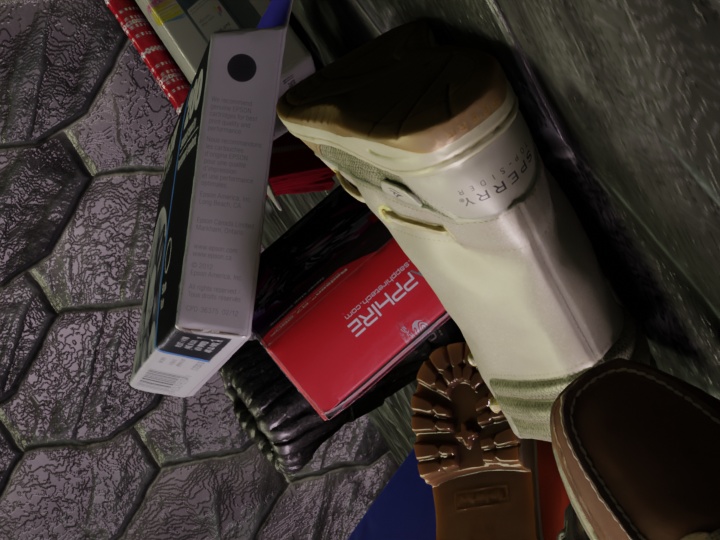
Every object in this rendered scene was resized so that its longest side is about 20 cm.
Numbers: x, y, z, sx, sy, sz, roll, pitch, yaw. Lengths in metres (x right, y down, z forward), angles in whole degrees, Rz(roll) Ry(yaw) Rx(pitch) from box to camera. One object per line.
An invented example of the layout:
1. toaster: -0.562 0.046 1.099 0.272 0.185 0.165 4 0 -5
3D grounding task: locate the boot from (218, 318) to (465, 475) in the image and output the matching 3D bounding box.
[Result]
1. boot: -0.010 0.041 1.201 0.080 0.157 0.211 56 175 -5

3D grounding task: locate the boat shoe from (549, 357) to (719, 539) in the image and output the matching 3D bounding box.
1. boat shoe: 0.138 0.099 0.646 0.200 0.076 0.072 45 168 19

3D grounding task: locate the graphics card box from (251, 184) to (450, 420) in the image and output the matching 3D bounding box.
1. graphics card box: 0.000 0.000 1.018 0.051 0.125 0.200 49 178 -11

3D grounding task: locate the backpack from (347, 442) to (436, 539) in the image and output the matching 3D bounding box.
1. backpack: 0.098 0.192 1.121 0.167 0.163 0.200 27 156 38

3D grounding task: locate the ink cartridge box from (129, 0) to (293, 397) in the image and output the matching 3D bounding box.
1. ink cartridge box: -0.076 -0.047 1.048 0.198 0.043 0.201 136 144 -73

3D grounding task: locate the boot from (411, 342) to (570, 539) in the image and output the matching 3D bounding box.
1. boot: 0.082 0.137 0.992 0.107 0.075 0.201 8 -101 -57

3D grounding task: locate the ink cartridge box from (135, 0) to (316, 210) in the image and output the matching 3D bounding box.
1. ink cartridge box: -0.083 -0.144 1.249 0.200 0.067 0.117 56 177 10

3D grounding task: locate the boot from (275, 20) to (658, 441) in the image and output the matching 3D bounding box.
1. boot: 0.042 -0.016 0.808 0.155 0.072 0.200 58 173 -18

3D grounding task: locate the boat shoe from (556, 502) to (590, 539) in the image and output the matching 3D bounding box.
1. boat shoe: 0.114 0.138 0.914 0.072 0.066 0.202 55 -165 -53

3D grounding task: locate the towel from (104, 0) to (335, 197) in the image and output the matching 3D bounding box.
1. towel: -0.099 -0.133 1.359 0.200 0.022 0.144 56 -153 10
